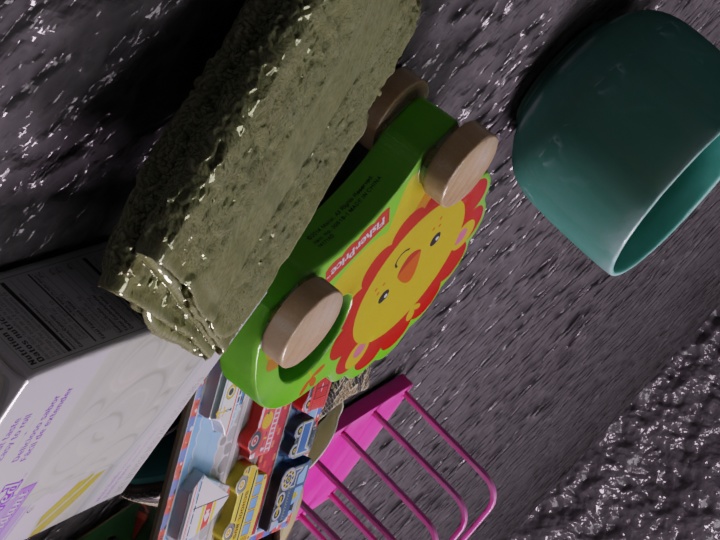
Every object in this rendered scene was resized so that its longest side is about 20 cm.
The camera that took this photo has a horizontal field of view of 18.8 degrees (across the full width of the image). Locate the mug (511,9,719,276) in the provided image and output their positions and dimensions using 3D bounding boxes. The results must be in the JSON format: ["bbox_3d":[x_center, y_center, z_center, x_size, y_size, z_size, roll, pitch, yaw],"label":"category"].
[{"bbox_3d":[0.173,-0.089,1.401,0.152,0.114,0.185,-49,167,8],"label":"mug"}]

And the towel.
[{"bbox_3d":[-0.039,-0.062,0.914,0.201,0.036,0.148,-60,165,-9],"label":"towel"}]

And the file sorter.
[{"bbox_3d":[-0.009,0.196,1.643,0.200,0.125,0.139,-28,158,-54],"label":"file sorter"}]

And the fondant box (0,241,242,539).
[{"bbox_3d":[-0.144,0.060,0.979,0.145,0.058,0.200,-53,164,25],"label":"fondant box"}]

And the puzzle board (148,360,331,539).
[{"bbox_3d":[-0.054,0.072,1.216,0.150,0.017,0.201,-17,126,-60],"label":"puzzle board"}]

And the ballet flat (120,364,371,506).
[{"bbox_3d":[-0.059,0.103,1.314,0.200,0.068,0.076,-39,123,-36],"label":"ballet flat"}]

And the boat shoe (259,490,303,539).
[{"bbox_3d":[-0.087,0.198,1.426,0.072,0.072,0.201,78,27,-62],"label":"boat shoe"}]

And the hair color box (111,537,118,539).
[{"bbox_3d":[-0.187,0.261,1.424,0.099,0.061,0.200,-35,161,-41],"label":"hair color box"}]

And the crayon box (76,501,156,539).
[{"bbox_3d":[-0.125,0.251,1.318,0.051,0.201,0.127,-2,-157,45],"label":"crayon box"}]

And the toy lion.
[{"bbox_3d":[0.000,0.000,1.168,0.200,0.069,0.192,-45,160,-25],"label":"toy lion"}]
